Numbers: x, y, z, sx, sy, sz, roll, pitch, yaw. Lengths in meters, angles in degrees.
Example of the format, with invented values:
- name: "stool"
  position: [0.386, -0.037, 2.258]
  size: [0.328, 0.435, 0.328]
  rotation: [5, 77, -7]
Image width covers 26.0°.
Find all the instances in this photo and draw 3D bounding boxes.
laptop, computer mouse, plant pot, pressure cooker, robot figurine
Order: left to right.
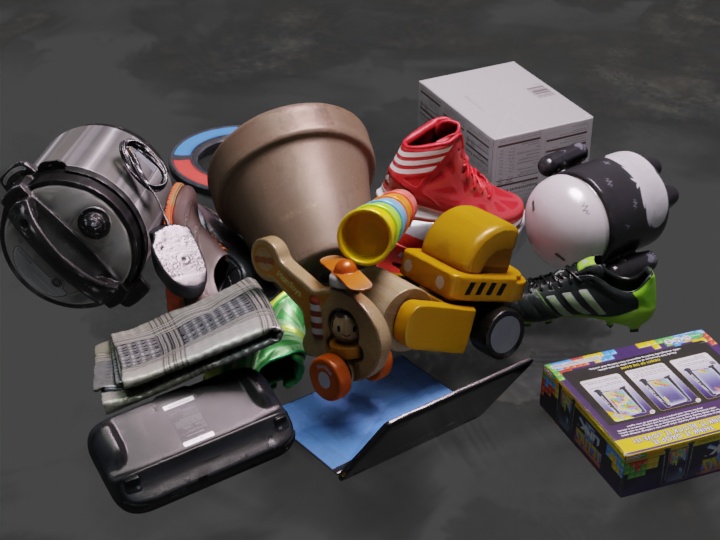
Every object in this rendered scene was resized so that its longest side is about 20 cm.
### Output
- name: "pressure cooker"
  position: [-0.316, -0.058, 1.778]
  size: [0.174, 0.180, 0.200]
  rotation: [8, 30, 5]
- name: "computer mouse"
  position: [-0.222, -0.056, 1.722]
  size: [0.058, 0.034, 0.201]
  rotation: [-11, 69, -33]
- name: "plant pot"
  position: [-0.058, -0.061, 1.767]
  size: [0.199, 0.201, 0.175]
  rotation: [-9, 55, -18]
- name: "laptop"
  position: [0.035, 0.119, 1.565]
  size: [0.186, 0.200, 0.116]
  rotation: [-21, 71, -33]
- name: "robot figurine"
  position: [0.290, -0.072, 1.888]
  size: [0.199, 0.126, 0.150]
  rotation: [-21, 34, -33]

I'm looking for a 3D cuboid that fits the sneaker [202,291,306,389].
- name: "sneaker"
  position: [-0.087, 0.086, 1.663]
  size: [0.083, 0.074, 0.200]
  rotation: [31, 43, 17]

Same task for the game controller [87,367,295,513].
- name: "game controller"
  position: [-0.163, 0.162, 1.523]
  size: [0.199, 0.042, 0.105]
  rotation: [-20, 55, -28]

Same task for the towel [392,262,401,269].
- name: "towel"
  position: [0.000, 0.000, 1.849]
  size: [0.143, 0.023, 0.200]
  rotation: [3, 31, 5]

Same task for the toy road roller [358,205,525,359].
- name: "toy road roller"
  position: [0.088, 0.006, 1.676]
  size: [0.199, 0.147, 0.123]
  rotation: [3, 16, -37]

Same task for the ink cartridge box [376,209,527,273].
- name: "ink cartridge box"
  position: [0.099, -0.044, 1.870]
  size: [0.159, 0.048, 0.200]
  rotation: [24, 31, 15]

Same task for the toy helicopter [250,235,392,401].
- name: "toy helicopter"
  position: [-0.042, 0.026, 1.590]
  size: [0.079, 0.133, 0.200]
  rotation: [-22, 53, -40]

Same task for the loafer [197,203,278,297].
- name: "loafer"
  position: [-0.168, -0.020, 1.846]
  size: [0.063, 0.072, 0.200]
  rotation: [7, 27, -41]

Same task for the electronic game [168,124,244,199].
- name: "electronic game"
  position: [-0.155, -0.144, 2.066]
  size: [0.198, 0.042, 0.200]
  rotation: [2, 31, -1]

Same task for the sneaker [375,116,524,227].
- name: "sneaker"
  position: [0.124, -0.110, 1.819]
  size: [0.199, 0.116, 0.078]
  rotation: [3, 34, -33]

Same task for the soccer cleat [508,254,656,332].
- name: "soccer cleat"
  position: [0.236, 0.020, 1.767]
  size: [0.198, 0.082, 0.068]
  rotation: [3, 30, 2]

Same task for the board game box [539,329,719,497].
- name: "board game box"
  position: [0.308, 0.142, 1.592]
  size: [0.198, 0.057, 0.165]
  rotation: [-11, 35, -20]

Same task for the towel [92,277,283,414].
- name: "towel"
  position: [-0.186, 0.070, 1.613]
  size: [0.199, 0.035, 0.193]
  rotation: [-24, 19, -4]

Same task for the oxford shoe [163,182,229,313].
- name: "oxford shoe"
  position: [-0.184, -0.018, 1.781]
  size: [0.072, 0.071, 0.201]
  rotation: [-9, 56, 2]

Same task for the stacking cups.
- name: "stacking cups"
  position: [0.021, -0.055, 1.679]
  size: [0.060, 0.061, 0.200]
  rotation: [7, 14, 8]

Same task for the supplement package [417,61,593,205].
- name: "supplement package"
  position: [0.188, -0.179, 2.073]
  size: [0.155, 0.112, 0.200]
  rotation: [-14, 34, -23]
